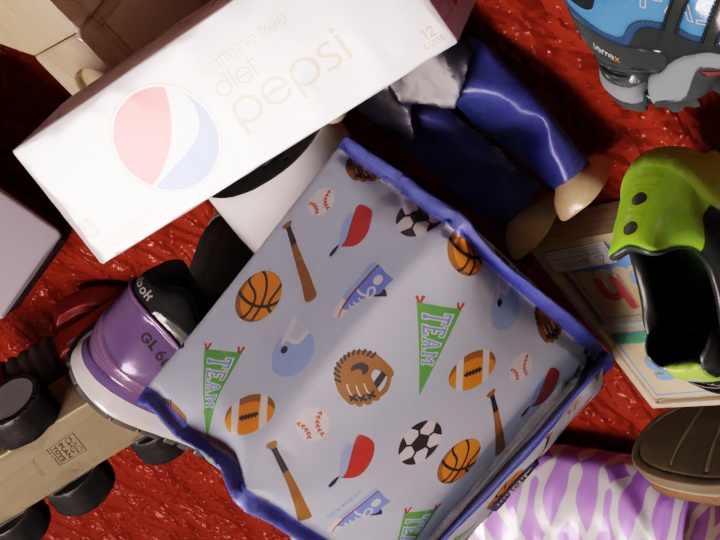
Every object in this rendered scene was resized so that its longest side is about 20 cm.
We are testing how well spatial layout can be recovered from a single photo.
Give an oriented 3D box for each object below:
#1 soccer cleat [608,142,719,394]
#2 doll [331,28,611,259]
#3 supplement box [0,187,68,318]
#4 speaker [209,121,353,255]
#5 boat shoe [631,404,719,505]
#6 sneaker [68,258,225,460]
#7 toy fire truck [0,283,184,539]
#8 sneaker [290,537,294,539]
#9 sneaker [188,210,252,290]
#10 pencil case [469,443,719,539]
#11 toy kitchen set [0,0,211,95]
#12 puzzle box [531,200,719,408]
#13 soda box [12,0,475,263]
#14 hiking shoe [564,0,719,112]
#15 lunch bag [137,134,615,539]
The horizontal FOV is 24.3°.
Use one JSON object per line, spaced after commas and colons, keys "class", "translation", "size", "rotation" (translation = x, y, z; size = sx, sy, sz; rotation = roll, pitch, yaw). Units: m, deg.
{"class": "soccer cleat", "translation": [0.167, 0.031, 0.758], "size": [0.067, 0.081, 0.200], "rotation": [-6, 133, 43]}
{"class": "doll", "translation": [0.025, -0.096, 0.777], "size": [0.200, 0.049, 0.136], "rotation": [39, 138, -9]}
{"class": "supplement box", "translation": [-0.233, -0.028, 0.984], "size": [0.109, 0.061, 0.200], "rotation": [35, 176, -7]}
{"class": "speaker", "translation": [0.000, 0.000, 0.897], "size": [0.081, 0.081, 0.200], "rotation": [-4, 135, 41]}
{"class": "boat shoe", "translation": [0.235, 0.103, 0.860], "size": [0.200, 0.072, 0.068], "rotation": [-8, 131, 44]}
{"class": "sneaker", "translation": [-0.045, 0.059, 0.879], "size": [0.200, 0.076, 0.088], "rotation": [23, 116, -34]}
{"class": "toy fire truck", "translation": [-0.210, 0.080, 1.138], "size": [0.129, 0.176, 0.200], "rotation": [58, 180, -36]}
{"class": "sneaker", "translation": [-0.029, 0.113, 1.099], "size": [0.087, 0.076, 0.200], "rotation": [-12, 133, 27]}
{"class": "sneaker", "translation": [-0.043, 0.064, 0.993], "size": [0.075, 0.106, 0.200], "rotation": [-13, 128, 47]}
{"class": "pencil case", "translation": [0.121, 0.147, 0.997], "size": [0.200, 0.086, 0.084], "rotation": [0, 133, 36]}
{"class": "toy kitchen set", "translation": [-0.192, -0.086, 0.855], "size": [0.200, 0.163, 0.180], "rotation": [-15, 127, 48]}
{"class": "puzzle box", "translation": [0.195, 0.013, 0.812], "size": [0.200, 0.025, 0.133], "rotation": [-10, 131, 45]}
{"class": "soda box", "translation": [-0.052, -0.085, 0.733], "size": [0.200, 0.064, 0.068], "rotation": [-30, 106, 23]}
{"class": "hiking shoe", "translation": [0.151, -0.115, 0.626], "size": [0.200, 0.074, 0.087], "rotation": [-12, 129, 47]}
{"class": "lunch bag", "translation": [0.026, 0.064, 0.822], "size": [0.124, 0.170, 0.200], "rotation": [41, 180, 44]}
